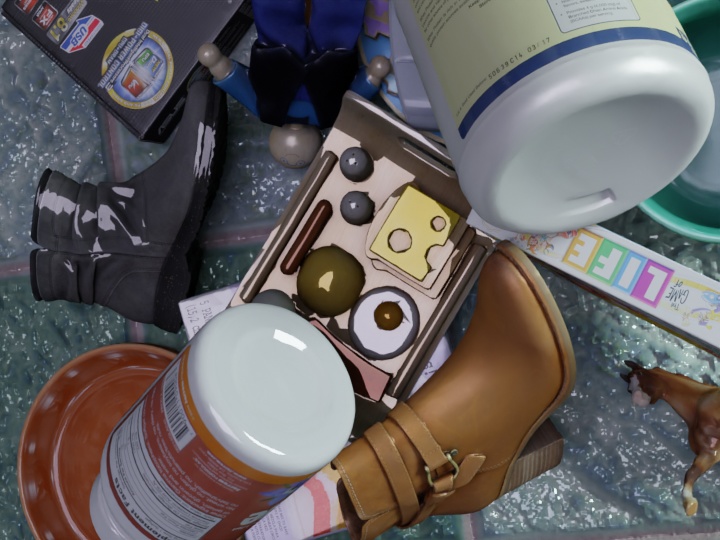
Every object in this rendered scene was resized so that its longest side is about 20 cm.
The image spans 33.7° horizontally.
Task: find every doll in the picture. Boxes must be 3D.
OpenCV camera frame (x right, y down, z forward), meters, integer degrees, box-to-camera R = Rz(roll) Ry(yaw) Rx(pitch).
[{"bbox_3d":[-0.045,-0.147,0.819,0.135,0.201,0.049,-1,54,-5],"label":"doll"}]

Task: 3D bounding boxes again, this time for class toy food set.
[{"bbox_3d":[0.000,0.000,0.805,0.143,0.060,0.201,31,90,6],"label":"toy food set"}]

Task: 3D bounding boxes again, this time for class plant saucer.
[{"bbox_3d":[-0.172,0.156,0.927,0.198,0.032,0.203,0,92,14],"label":"plant saucer"}]

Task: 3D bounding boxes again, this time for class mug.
[{"bbox_3d":[0.221,-0.096,0.769,0.183,0.114,0.154,13,95,15],"label":"mug"}]

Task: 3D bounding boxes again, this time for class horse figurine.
[{"bbox_3d":[0.275,0.102,0.768,0.198,0.133,0.050,-6,115,9],"label":"horse figurine"}]

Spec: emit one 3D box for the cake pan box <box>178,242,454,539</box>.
[{"bbox_3d":[-0.019,0.083,0.859,0.182,0.052,0.202,-16,86,3],"label":"cake pan box"}]

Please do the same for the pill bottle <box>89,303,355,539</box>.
[{"bbox_3d":[-0.098,0.116,0.764,0.113,0.112,0.200,53,133,8],"label":"pill bottle"}]

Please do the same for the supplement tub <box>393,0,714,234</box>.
[{"bbox_3d":[0.100,-0.139,0.684,0.144,0.145,0.201,-26,59,14],"label":"supplement tub"}]

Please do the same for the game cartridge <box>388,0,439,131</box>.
[{"bbox_3d":[0.086,-0.194,0.805,0.132,0.041,0.202,3,86,18],"label":"game cartridge"}]

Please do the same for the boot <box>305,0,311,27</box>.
[{"bbox_3d":[-0.063,-0.236,0.811,0.153,0.074,0.201,10,123,-27],"label":"boot"}]

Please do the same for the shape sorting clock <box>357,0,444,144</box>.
[{"bbox_3d":[0.092,-0.186,0.841,0.198,0.039,0.202,0,92,16],"label":"shape sorting clock"}]

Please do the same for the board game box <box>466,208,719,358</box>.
[{"bbox_3d":[0.177,0.010,0.747,0.199,0.134,0.034,29,92,29],"label":"board game box"}]

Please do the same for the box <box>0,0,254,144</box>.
[{"bbox_3d":[-0.157,-0.225,0.906,0.160,0.044,0.200,42,101,11],"label":"box"}]

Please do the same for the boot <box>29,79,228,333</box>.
[{"bbox_3d":[-0.175,-0.056,0.876,0.130,0.070,0.202,16,103,-1],"label":"boot"}]

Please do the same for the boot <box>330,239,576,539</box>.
[{"bbox_3d":[0.049,0.083,0.744,0.154,0.201,0.077,-20,47,-14],"label":"boot"}]
